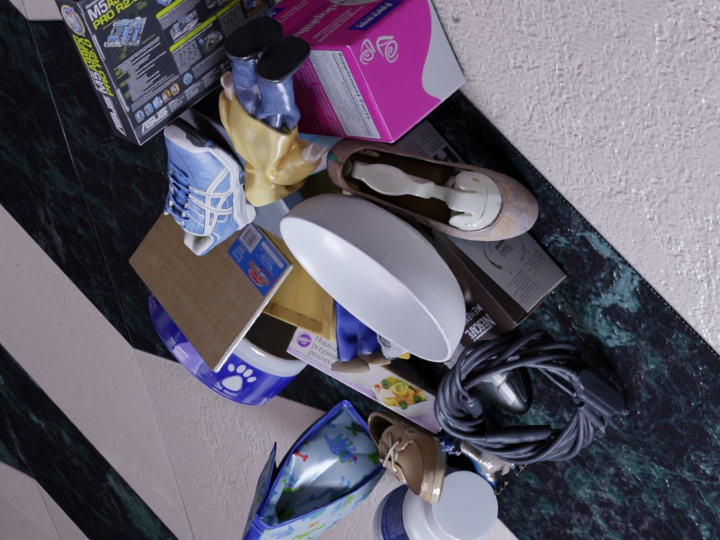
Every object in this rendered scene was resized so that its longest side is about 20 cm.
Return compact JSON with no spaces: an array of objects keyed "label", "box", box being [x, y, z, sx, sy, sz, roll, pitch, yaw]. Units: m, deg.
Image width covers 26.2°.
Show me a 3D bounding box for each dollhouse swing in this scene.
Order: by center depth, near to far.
[{"label":"dollhouse swing","box":[-0.039,-0.023,1.728,0.181,0.177,0.199,16,-177,-45]}]

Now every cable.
[{"label":"cable","box":[0.151,0.122,1.486,0.163,0.051,0.199,-28,136,34]}]

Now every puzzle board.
[{"label":"puzzle board","box":[-0.167,-0.007,1.723,0.017,0.151,0.200,19,-157,-52]}]

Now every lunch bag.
[{"label":"lunch bag","box":[-0.072,0.284,2.002,0.127,0.200,0.170,44,154,10]}]

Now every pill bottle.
[{"label":"pill bottle","box":[0.092,0.298,1.854,0.111,0.111,0.200,48,156,2]}]

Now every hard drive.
[{"label":"hard drive","box":[-0.118,-0.107,1.584,0.139,0.033,0.200,31,161,42]}]

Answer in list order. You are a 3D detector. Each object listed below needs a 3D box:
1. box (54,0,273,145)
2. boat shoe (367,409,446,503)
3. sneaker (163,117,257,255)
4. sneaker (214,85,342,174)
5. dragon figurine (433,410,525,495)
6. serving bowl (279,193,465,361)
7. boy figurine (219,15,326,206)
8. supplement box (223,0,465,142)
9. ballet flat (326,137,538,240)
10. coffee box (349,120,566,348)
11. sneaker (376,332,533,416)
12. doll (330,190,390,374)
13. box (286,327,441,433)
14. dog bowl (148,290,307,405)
[{"label":"box","box":[-0.176,-0.241,1.464,0.044,0.200,0.161,23,145,42]},{"label":"boat shoe","box":[0.051,0.212,1.769,0.200,0.064,0.072,-131,51,-73]},{"label":"sneaker","box":[-0.159,-0.079,1.550,0.076,0.077,0.200,37,165,26]},{"label":"sneaker","box":[-0.085,-0.166,1.545,0.199,0.080,0.131,5,139,54]},{"label":"dragon figurine","box":[0.132,0.192,1.701,0.099,0.059,0.200,45,-177,8]},{"label":"serving bowl","box":[0.022,-0.005,1.415,0.200,0.066,0.200,36,164,12]},{"label":"boy figurine","box":[-0.077,-0.126,1.386,0.124,0.064,0.201,36,151,25]},{"label":"supplement box","box":[-0.017,-0.188,1.397,0.199,0.101,0.104,13,136,50]},{"label":"ballet flat","box":[0.064,-0.068,1.372,0.198,0.069,0.067,13,-175,-3]},{"label":"coffee box","box":[0.086,-0.027,1.473,0.200,0.080,0.113,48,153,4]},{"label":"sneaker","box":[0.084,0.078,1.574,0.115,0.075,0.201,-34,88,24]},{"label":"doll","box":[0.000,0.000,1.599,0.048,0.136,0.202,5,101,33]},{"label":"box","box":[0.012,0.121,1.764,0.199,0.039,0.041,28,-177,9]},{"label":"dog bowl","box":[-0.152,0.061,1.833,0.200,0.200,0.079,46,110,6]}]
